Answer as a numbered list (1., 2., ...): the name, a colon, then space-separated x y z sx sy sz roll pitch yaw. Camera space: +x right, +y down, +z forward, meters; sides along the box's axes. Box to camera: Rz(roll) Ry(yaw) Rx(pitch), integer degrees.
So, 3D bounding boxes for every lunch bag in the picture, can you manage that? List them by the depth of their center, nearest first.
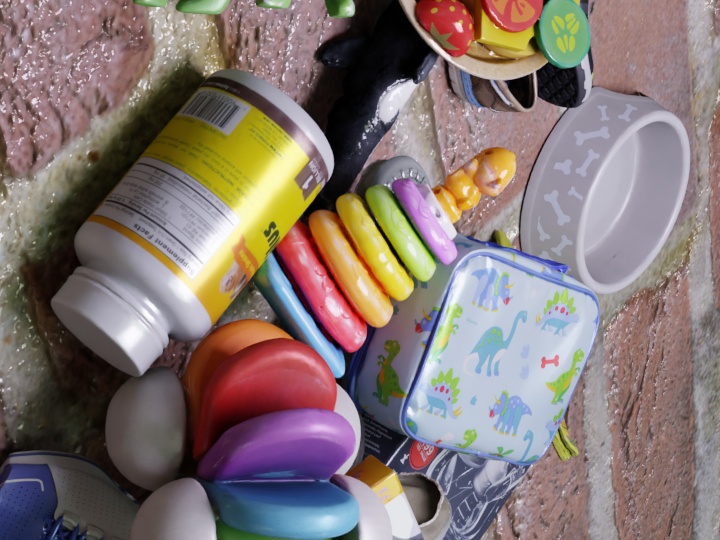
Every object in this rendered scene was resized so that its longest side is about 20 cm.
1. lunch bag: 0.090 0.057 1.492 0.200 0.082 0.161 18 95 -48

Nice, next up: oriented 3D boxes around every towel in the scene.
1. towel: 0.148 0.060 1.669 0.018 0.201 0.086 -19 135 10

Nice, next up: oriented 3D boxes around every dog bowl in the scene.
1. dog bowl: 0.228 -0.069 1.787 0.200 0.059 0.201 -32 135 -38

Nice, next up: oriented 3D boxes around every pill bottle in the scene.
1. pill bottle: -0.114 -0.030 1.310 0.200 0.109 0.109 -52 144 -17

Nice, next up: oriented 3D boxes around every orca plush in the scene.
1. orca plush: -0.005 -0.136 1.454 0.200 0.071 0.105 -56 -169 6

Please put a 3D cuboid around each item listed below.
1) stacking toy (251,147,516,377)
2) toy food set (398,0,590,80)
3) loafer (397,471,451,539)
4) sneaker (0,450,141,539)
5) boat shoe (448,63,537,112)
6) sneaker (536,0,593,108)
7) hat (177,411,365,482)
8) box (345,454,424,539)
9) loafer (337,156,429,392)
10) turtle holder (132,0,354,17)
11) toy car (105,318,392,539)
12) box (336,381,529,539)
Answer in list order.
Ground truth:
1. stacking toy: 0.025 -0.026 1.382 0.200 0.116 0.110 -33 118 4
2. toy food set: 0.097 -0.238 1.430 0.197 0.049 0.201 7 79 -38
3. loafer: -0.012 0.187 1.457 0.199 0.075 0.070 -17 127 -36
4. sneaker: -0.162 0.199 1.324 0.199 0.115 0.081 28 101 -27
5. boat shoe: 0.103 -0.206 1.516 0.072 0.072 0.200 -46 140 -24
6. sneaker: 0.168 -0.222 1.597 0.083 0.072 0.201 -45 141 -28
7. hat: -0.095 0.149 1.471 0.200 0.081 0.201 -26 133 -32
8. box: 0.004 0.248 1.426 0.119 0.041 0.201 -33 117 -18
9. loafer: 0.000 0.000 1.505 0.075 0.070 0.201 -12 125 -41
10. turtle holder: -0.057 -0.228 1.237 0.185 0.141 0.132 -2 96 -43
11. toy car: -0.062 0.122 1.289 0.174 0.201 0.150 3 141 -27
12. box: 0.053 0.134 1.642 0.182 0.104 0.200 -55 145 -16
